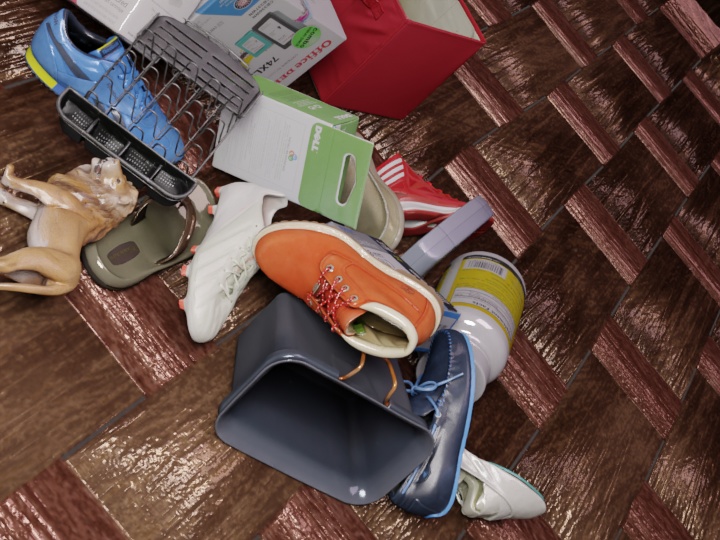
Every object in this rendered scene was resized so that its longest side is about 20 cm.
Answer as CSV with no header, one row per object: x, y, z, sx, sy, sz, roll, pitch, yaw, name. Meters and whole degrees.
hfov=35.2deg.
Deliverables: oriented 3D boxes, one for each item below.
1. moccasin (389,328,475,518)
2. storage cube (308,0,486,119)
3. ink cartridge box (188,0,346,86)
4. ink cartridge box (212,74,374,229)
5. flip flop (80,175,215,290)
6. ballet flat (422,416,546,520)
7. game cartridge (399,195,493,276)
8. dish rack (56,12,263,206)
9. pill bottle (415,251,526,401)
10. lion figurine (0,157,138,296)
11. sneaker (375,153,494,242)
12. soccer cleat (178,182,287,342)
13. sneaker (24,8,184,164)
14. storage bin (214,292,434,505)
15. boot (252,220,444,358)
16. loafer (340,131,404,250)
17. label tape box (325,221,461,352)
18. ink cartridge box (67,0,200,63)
0.073,0.151,1.171,0.068,0.080,0.200,16,64,-18,moccasin
0.028,-0.338,1.571,0.200,0.180,0.171,2,57,-47,storage cube
-0.146,-0.321,1.348,0.200,0.147,0.146,19,42,-55,ink cartridge box
-0.064,-0.133,1.256,0.200,0.104,0.059,25,27,24,ink cartridge box
-0.200,-0.044,1.133,0.081,0.058,0.200,50,34,0,flip flop
0.111,0.229,1.236,0.200,0.069,0.069,37,36,-10,ballet flat
0.089,-0.026,1.384,0.040,0.133,0.200,46,34,5,game cartridge
-0.192,-0.171,1.135,0.153,0.055,0.200,37,60,-7,dish rack
0.129,0.071,1.357,0.111,0.111,0.200,44,35,-10,pill bottle
-0.273,-0.029,1.014,0.122,0.072,0.200,22,47,-19,lion figurine
0.092,-0.104,1.514,0.200,0.078,0.116,8,53,-47,sneaker
-0.127,-0.014,1.144,0.069,0.078,0.200,80,18,-49,soccer cleat
-0.256,-0.190,1.193,0.200,0.078,0.066,42,33,-15,sneaker
-0.033,0.112,1.120,0.200,0.146,0.134,31,28,-27,storage bin
-0.022,0.018,1.079,0.200,0.075,0.107,25,24,7,boot
-0.010,-0.098,1.397,0.068,0.076,0.200,12,40,-41,loafer
0.000,0.000,1.232,0.200,0.063,0.144,43,11,21,label tape box
-0.227,-0.350,1.222,0.146,0.200,0.085,36,1,26,ink cartridge box
